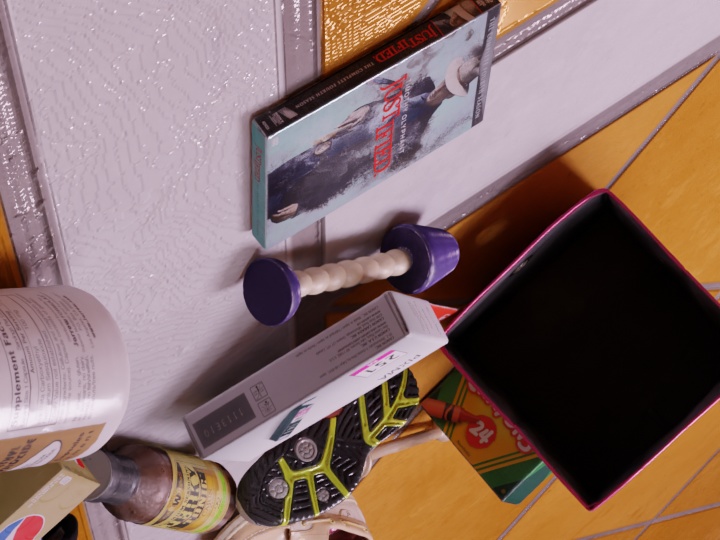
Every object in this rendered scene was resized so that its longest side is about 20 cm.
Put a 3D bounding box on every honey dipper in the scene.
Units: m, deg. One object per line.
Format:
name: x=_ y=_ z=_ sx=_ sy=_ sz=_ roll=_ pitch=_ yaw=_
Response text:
honey dipper: x=0.027 y=0.165 z=1.996 sx=0.200 sy=0.038 sz=0.038 roll=-13 pitch=145 yaw=-55

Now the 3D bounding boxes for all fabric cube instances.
fabric cube: x=0.206 y=0.067 z=1.832 sx=0.196 sy=0.200 sz=0.199 roll=-43 pitch=173 yaw=5

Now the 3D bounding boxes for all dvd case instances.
dvd case: x=0.010 y=-0.105 z=1.495 sx=0.200 sy=0.022 sz=0.146 roll=-32 pitch=156 yaw=-21

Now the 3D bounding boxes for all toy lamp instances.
toy lamp: x=0.000 y=0.000 z=1.624 sx=0.200 sy=0.058 sz=0.058 roll=-15 pitch=146 yaw=-47

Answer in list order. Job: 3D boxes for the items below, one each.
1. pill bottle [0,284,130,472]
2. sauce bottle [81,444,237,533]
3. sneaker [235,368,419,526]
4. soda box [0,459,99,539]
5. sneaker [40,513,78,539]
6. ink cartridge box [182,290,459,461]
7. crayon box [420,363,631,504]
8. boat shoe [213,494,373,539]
pill bottle: x=-0.246 y=0.070 z=1.300 sx=0.200 sy=0.114 sz=0.114 roll=-4 pitch=138 yaw=-54
sauce bottle: x=-0.164 y=0.170 z=1.667 sx=0.065 sy=0.065 sz=0.200 roll=-45 pitch=157 yaw=10
sneaker: x=-0.032 y=0.152 z=1.790 sx=0.200 sy=0.075 sz=0.076 roll=-37 pitch=-175 yaw=-34
soda box: x=-0.287 y=0.190 z=1.516 sx=0.200 sy=0.064 sz=0.068 roll=-42 pitch=157 yaw=2
sneaker: x=-0.243 y=0.232 z=1.644 sx=0.090 sy=0.078 sz=0.200 roll=-41 pitch=157 yaw=-6
ink cartridge box: x=-0.020 y=0.089 z=1.701 sx=0.200 sy=0.044 sz=0.174 roll=-32 pitch=163 yaw=16
crayon box: x=0.169 y=0.104 z=1.983 sx=0.200 sy=0.127 sz=0.051 roll=-46 pitch=156 yaw=9
boat shoe: x=-0.056 y=0.249 z=1.966 sx=0.200 sy=0.069 sz=0.074 roll=-8 pitch=141 yaw=-52
